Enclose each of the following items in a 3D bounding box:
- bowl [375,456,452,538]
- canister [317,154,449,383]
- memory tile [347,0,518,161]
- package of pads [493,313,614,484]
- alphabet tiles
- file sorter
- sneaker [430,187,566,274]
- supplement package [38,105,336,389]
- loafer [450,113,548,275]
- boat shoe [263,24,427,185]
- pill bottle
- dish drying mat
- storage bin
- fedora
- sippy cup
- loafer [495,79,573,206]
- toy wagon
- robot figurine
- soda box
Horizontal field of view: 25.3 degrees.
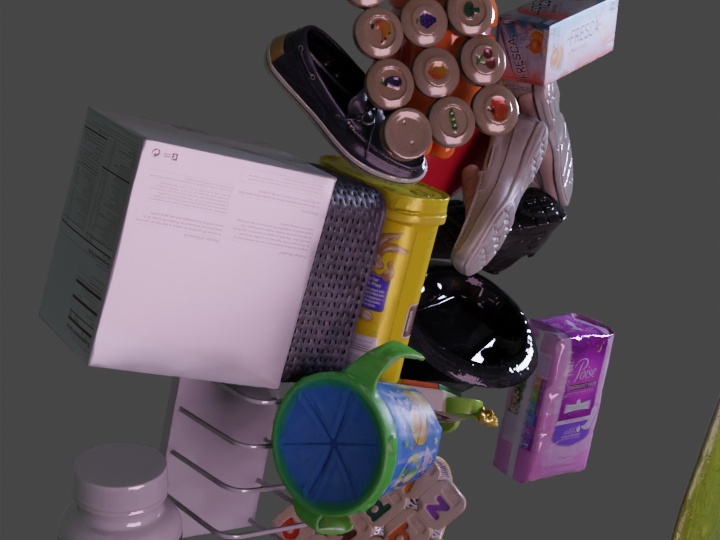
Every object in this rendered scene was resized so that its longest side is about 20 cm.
[{"bbox_3d":[0.010,0.281,1.786,0.201,0.094,0.201,-39,141,-42],"label":"bowl"},{"bbox_3d":[0.000,0.000,1.625,0.086,0.148,0.201,-1,111,-46],"label":"canister"},{"bbox_3d":[0.067,-0.214,1.536,0.153,0.017,0.201,-16,92,-21],"label":"memory tile"},{"bbox_3d":[0.240,0.158,1.985,0.120,0.076,0.201,-5,112,-46],"label":"package of pads"},{"bbox_3d":[0.007,0.254,1.663,0.196,0.200,0.015,-43,168,17],"label":"alphabet tiles"},{"bbox_3d":[-0.113,0.195,1.617,0.139,0.124,0.201,-1,109,-44],"label":"file sorter"},{"bbox_3d":[0.140,-0.031,1.804,0.200,0.076,0.091,-8,139,-30],"label":"sneaker"},{"bbox_3d":[-0.158,-0.020,1.433,0.191,0.147,0.201,10,101,-32],"label":"supplement package"},{"bbox_3d":[0.138,-0.084,1.730,0.070,0.070,0.200,81,33,-59],"label":"loafer"},{"bbox_3d":[-0.005,-0.158,1.546,0.200,0.062,0.075,44,44,-15],"label":"boat shoe"},{"bbox_3d":[-0.230,0.274,1.541,0.119,0.119,0.201,-17,119,-39],"label":"pill bottle"},{"bbox_3d":[0.096,-0.111,1.734,0.200,0.018,0.077,-37,134,-41],"label":"dish drying mat"},{"bbox_3d":[-0.071,-0.001,1.560,0.094,0.135,0.201,7,103,-45],"label":"storage bin"},{"bbox_3d":[0.098,0.080,1.774,0.200,0.201,0.092,-4,140,-44],"label":"fedora"},{"bbox_3d":[0.006,0.161,1.541,0.178,0.140,0.130,-33,163,31],"label":"sippy cup"},{"bbox_3d":[0.200,-0.153,1.825,0.200,0.063,0.072,71,27,-46],"label":"loafer"},{"bbox_3d":[0.052,0.142,1.699,0.155,0.199,0.040,25,66,-60],"label":"toy wagon"},{"bbox_3d":[0.075,-0.216,1.624,0.143,0.117,0.201,9,102,-11],"label":"robot figurine"},{"bbox_3d":[0.213,-0.256,1.738,0.200,0.063,0.069,-32,131,-55],"label":"soda box"}]
